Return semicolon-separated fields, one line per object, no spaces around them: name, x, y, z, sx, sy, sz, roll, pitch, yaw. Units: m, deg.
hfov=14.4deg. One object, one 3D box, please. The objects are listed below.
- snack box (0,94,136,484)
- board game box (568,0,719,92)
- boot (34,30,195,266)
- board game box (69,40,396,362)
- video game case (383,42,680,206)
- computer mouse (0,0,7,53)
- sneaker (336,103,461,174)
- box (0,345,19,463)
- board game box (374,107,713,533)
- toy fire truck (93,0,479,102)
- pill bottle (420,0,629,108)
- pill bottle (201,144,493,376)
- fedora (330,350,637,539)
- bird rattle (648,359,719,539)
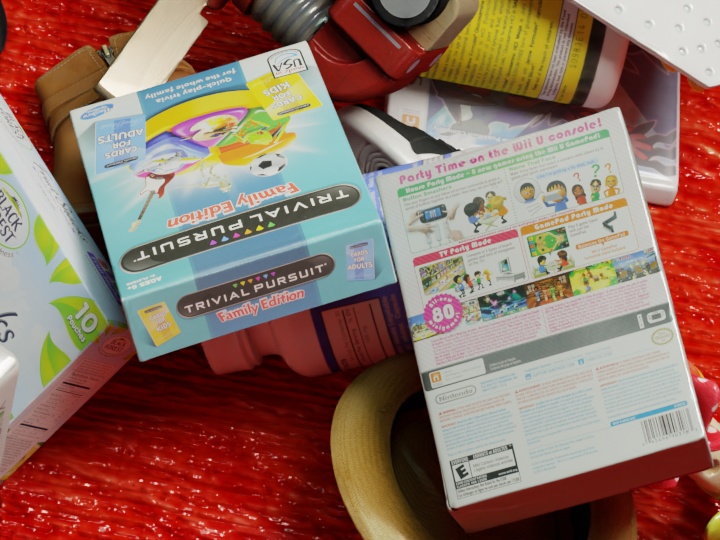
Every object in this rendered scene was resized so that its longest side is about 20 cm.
snack box;-0.226;0.007;1.666;0.200;0.142;0.053;55;16;27
board game box;0.177;-0.241;1.823;0.199;0.026;0.201;31;65;-9
boot;-0.173;-0.074;1.782;0.199;0.077;0.156;-25;54;-16
board game box;-0.077;-0.044;1.640;0.150;0.047;0.200;-17;37;-4
video game case;0.118;-0.135;1.924;0.198;0.023;0.183;10;51;-5
computer mouse;-0.302;-0.219;1.880;0.139;0.046;0.201;2;52;-13
sneaker;0.077;-0.049;1.824;0.200;0.073;0.112;43;52;10
box;-0.317;0.099;1.532;0.198;0.201;0.171;34;51;13
board game box;0.101;0.027;1.585;0.146;0.064;0.201;-15;69;9
toy fire truck;-0.052;-0.159;1.769;0.176;0.200;0.129;45;19;7
pill bottle;0.075;-0.177;1.862;0.198;0.113;0.113;10;51;-4
pill bottle;0.000;0.000;1.712;0.198;0.112;0.113;-13;53;6
fedora;0.062;0.141;1.653;0.199;0.082;0.202;12;48;-14
bird rattle;0.179;0.093;1.686;0.199;0.113;0.163;26;12;-35
